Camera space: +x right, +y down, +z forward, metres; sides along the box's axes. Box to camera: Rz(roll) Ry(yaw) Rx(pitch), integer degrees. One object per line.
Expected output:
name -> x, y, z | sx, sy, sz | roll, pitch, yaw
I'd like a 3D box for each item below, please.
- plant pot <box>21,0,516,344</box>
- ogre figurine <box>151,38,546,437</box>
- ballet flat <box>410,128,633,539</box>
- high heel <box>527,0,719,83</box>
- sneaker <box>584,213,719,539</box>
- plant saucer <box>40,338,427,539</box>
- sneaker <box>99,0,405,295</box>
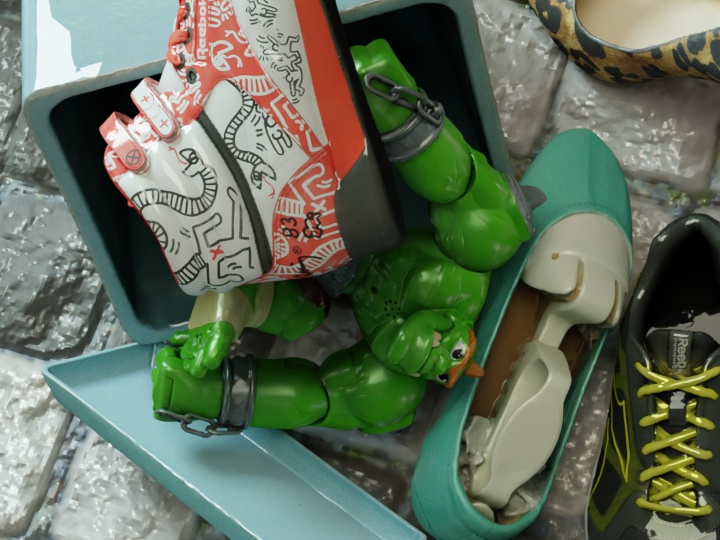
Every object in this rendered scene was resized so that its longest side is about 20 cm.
plant pot -> -0.048, -0.120, 1.347 | 0.195, 0.197, 0.200 | -14, 54, 3
ogre figurine -> 0.000, 0.000, 1.277 | 0.120, 0.098, 0.200 | 20, 100, -22
ballet flat -> 0.085, 0.033, 1.303 | 0.067, 0.070, 0.200 | 24, 84, -25
high heel -> 0.140, -0.131, 1.341 | 0.200, 0.143, 0.071 | 36, 77, 20
sneaker -> 0.135, 0.066, 1.291 | 0.074, 0.085, 0.201 | 1, 68, 10
plant saucer -> -0.060, 0.086, 1.301 | 0.070, 0.019, 0.200 | -13, 34, -39
sneaker -> -0.061, -0.090, 1.178 | 0.108, 0.067, 0.202 | -17, 94, 7
